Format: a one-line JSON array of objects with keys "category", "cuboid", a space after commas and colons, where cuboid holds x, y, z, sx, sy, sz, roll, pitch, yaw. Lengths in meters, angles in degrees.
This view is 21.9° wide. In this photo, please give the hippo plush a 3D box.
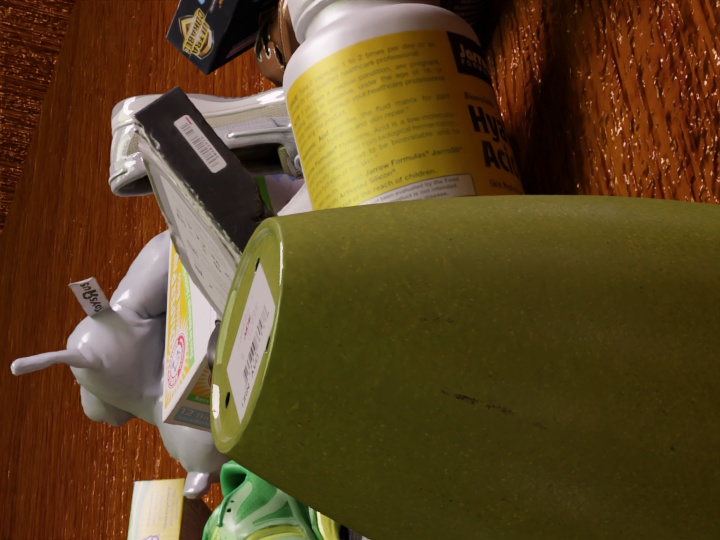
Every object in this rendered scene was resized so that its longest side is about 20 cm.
[{"category": "hippo plush", "cuboid": [-0.123, 0.072, 1.376, 0.159, 0.161, 0.200, -54, -15, -7]}]

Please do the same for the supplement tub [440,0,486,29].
[{"category": "supplement tub", "cuboid": [0.030, -0.187, 1.143, 0.107, 0.107, 0.200, -104, 31, -57]}]

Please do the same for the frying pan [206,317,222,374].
[{"category": "frying pan", "cuboid": [-0.031, 0.088, 1.035, 0.031, 0.115, 0.190, -40, 36, -12]}]

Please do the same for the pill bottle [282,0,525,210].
[{"category": "pill bottle", "cuboid": [0.021, -0.071, 0.983, 0.111, 0.111, 0.200, 130, 129, -58]}]

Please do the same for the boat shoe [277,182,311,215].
[{"category": "boat shoe", "cuboid": [0.006, -0.067, 1.132, 0.200, 0.075, 0.068, -28, 88, 51]}]

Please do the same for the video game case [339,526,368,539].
[{"category": "video game case", "cuboid": [0.010, 0.149, 1.014, 0.182, 0.023, 0.200, -98, 10, -50]}]

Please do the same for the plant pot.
[{"category": "plant pot", "cuboid": [0.049, 0.044, 0.735, 0.187, 0.200, 0.187, -167, 90, -74]}]

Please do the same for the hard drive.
[{"category": "hard drive", "cuboid": [-0.066, -0.001, 1.059, 0.140, 0.038, 0.200, 51, 169, 21]}]

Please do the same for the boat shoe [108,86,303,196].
[{"category": "boat shoe", "cuboid": [-0.070, -0.082, 1.255, 0.074, 0.202, 0.065, 79, -168, -70]}]

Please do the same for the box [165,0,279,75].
[{"category": "box", "cuboid": [-0.039, -0.242, 1.315, 0.200, 0.046, 0.159, -38, -15, -42]}]

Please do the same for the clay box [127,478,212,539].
[{"category": "clay box", "cuboid": [-0.142, 0.269, 1.383, 0.115, 0.048, 0.200, 64, -154, -56]}]

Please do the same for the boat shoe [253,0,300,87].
[{"category": "boat shoe", "cuboid": [-0.042, -0.152, 1.283, 0.200, 0.068, 0.072, 67, -142, -74]}]

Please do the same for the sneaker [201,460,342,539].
[{"category": "sneaker", "cuboid": [-0.048, 0.171, 1.055, 0.200, 0.083, 0.074, -104, 16, -64]}]

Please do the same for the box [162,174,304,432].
[{"category": "box", "cuboid": [-0.069, 0.014, 1.304, 0.101, 0.112, 0.200, 125, 152, -43]}]
